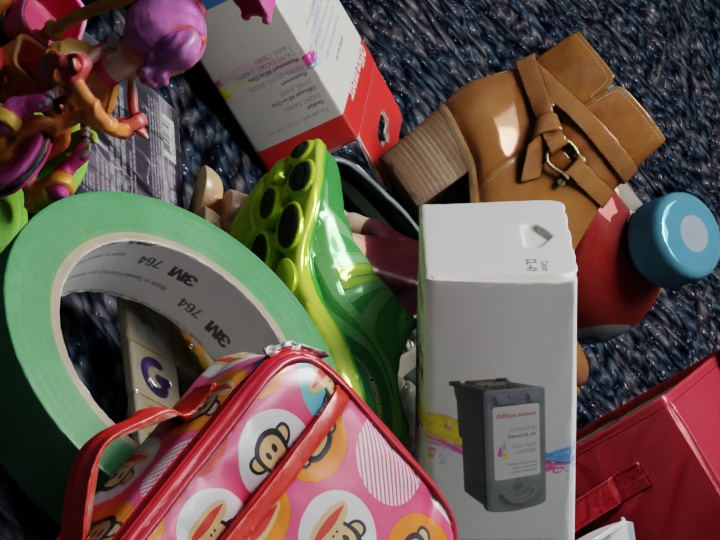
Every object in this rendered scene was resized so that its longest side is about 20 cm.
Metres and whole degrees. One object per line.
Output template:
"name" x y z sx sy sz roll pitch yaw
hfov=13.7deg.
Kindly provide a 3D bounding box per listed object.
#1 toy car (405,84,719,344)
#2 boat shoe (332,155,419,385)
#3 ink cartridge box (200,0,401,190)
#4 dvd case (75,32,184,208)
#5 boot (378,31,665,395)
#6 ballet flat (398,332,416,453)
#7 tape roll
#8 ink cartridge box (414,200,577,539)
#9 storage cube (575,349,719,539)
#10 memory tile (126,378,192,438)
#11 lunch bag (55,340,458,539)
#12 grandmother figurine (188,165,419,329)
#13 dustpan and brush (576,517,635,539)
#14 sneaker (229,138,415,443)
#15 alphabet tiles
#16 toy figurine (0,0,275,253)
"toy car" 0.095 0.005 1.946 0.177 0.184 0.200 52 51 -13
"boat shoe" 0.024 0.011 1.829 0.200 0.062 0.073 50 59 -5
"ink cartridge box" -0.051 -0.142 1.885 0.200 0.067 0.116 59 20 -22
"dvd case" -0.168 -0.093 1.662 0.200 0.016 0.149 41 28 -36
"boot" 0.125 -0.036 1.853 0.200 0.155 0.077 56 -6 13
"ballet flat" 0.004 0.070 1.729 0.067 0.070 0.200 43 26 -33
"tape roll" -0.100 0.055 1.481 0.200 0.048 0.201 25 41 -24
"ink cartridge box" 0.072 0.076 1.621 0.148 0.085 0.201 -91 180 -73
"storage cube" 0.181 0.176 1.827 0.180 0.171 0.200 59 21 2
"memory tile" -0.042 0.140 1.591 0.200 0.017 0.153 60 27 8
"lunch bag" -0.063 0.135 1.369 0.176 0.082 0.200 51 60 -23
"grandmother figurine" 0.000 0.000 1.715 0.199 0.061 0.121 14 45 -13
"dustpan and brush" 0.097 0.233 1.667 0.200 0.057 0.140 -17 104 -28
"sneaker" -0.019 0.020 1.628 0.083 0.074 0.200 26 42 -41
"alphabet tiles" -0.047 0.115 1.568 0.200 0.008 0.167 30 36 -39
"toy figurine" -0.129 -0.119 1.518 0.150 0.184 0.200 43 34 -31
